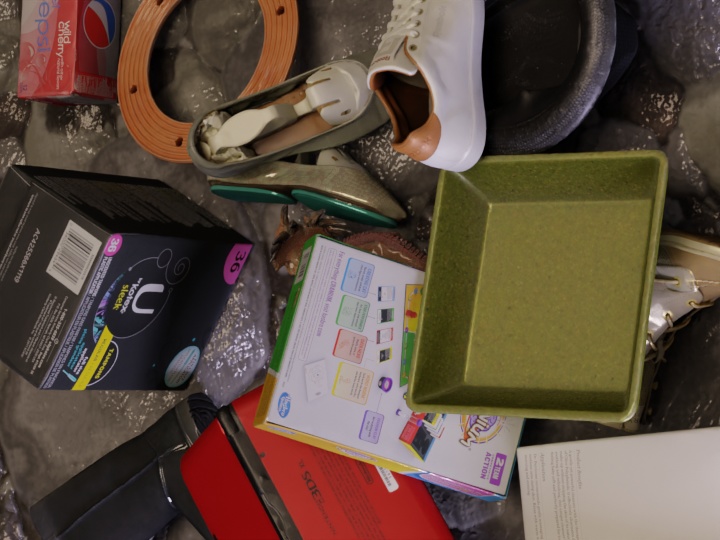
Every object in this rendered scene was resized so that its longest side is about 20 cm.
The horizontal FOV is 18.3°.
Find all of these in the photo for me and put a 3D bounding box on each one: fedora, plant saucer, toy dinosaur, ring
[{"bbox_3d":[0.141,-0.172,1.716,0.200,0.091,0.201,-3,85,47],"label":"fedora"},{"bbox_3d":[0.140,0.015,1.653,0.200,0.048,0.200,0,75,37],"label":"plant saucer"},{"bbox_3d":[0.000,0.000,1.793,0.200,0.086,0.136,-13,90,34],"label":"toy dinosaur"},{"bbox_3d":[-0.129,-0.186,1.920,0.200,0.019,0.201,-13,67,32],"label":"ring"}]

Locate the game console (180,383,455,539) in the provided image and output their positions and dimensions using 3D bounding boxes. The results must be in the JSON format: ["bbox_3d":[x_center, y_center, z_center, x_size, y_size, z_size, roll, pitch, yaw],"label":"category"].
[{"bbox_3d":[-0.036,0.191,1.776,0.172,0.119,0.200,-29,77,-3],"label":"game console"}]

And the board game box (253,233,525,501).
[{"bbox_3d":[0.034,0.076,1.709,0.040,0.200,0.153,150,138,-72],"label":"board game box"}]

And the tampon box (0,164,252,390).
[{"bbox_3d":[-0.217,0.009,1.875,0.126,0.200,0.150,34,106,29],"label":"tampon box"}]

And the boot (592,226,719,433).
[{"bbox_3d":[0.227,0.047,1.665,0.200,0.073,0.156,11,92,34],"label":"boot"}]

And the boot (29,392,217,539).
[{"bbox_3d":[-0.183,0.223,1.918,0.200,0.066,0.165,-35,61,23],"label":"boot"}]

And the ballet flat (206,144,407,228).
[{"bbox_3d":[-0.045,-0.081,1.854,0.200,0.067,0.063,12,80,32],"label":"ballet flat"}]

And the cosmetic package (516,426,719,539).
[{"bbox_3d":[0.224,0.173,1.652,0.200,0.085,0.108,-7,84,31],"label":"cosmetic package"}]

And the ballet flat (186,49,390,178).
[{"bbox_3d":[-0.048,-0.128,1.817,0.200,0.064,0.068,-22,81,5],"label":"ballet flat"}]

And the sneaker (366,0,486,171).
[{"bbox_3d":[0.045,-0.177,1.688,0.073,0.085,0.201,-26,64,45],"label":"sneaker"}]

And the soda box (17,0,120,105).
[{"bbox_3d":[-0.259,-0.250,2.000,0.070,0.063,0.201,0,87,32],"label":"soda box"}]
